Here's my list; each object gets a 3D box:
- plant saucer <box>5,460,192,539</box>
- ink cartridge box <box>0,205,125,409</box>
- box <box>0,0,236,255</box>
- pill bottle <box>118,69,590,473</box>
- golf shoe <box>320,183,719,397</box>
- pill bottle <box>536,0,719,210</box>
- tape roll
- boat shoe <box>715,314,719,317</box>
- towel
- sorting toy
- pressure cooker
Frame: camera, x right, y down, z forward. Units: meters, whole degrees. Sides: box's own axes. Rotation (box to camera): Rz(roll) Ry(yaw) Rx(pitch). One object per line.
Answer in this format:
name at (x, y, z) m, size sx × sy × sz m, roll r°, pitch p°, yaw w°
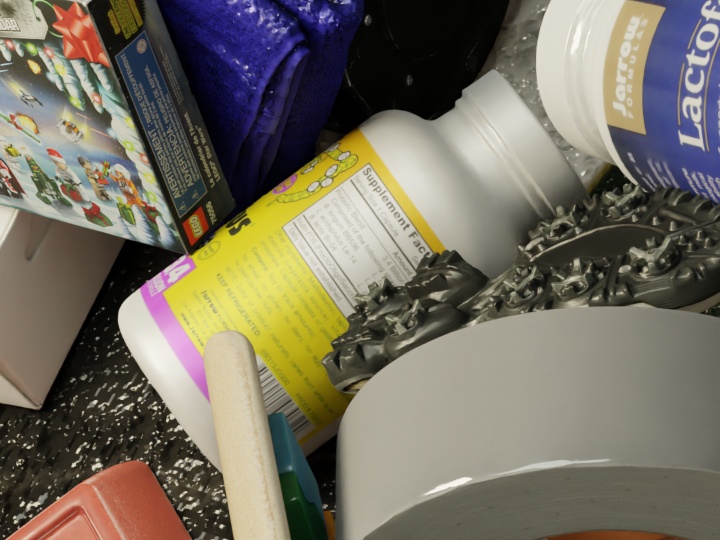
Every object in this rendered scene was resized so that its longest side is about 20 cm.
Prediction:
plant saucer at (-0.144, 0.195, 1.189) m, size 0.199 × 0.037 × 0.200 m, roll -37°, pitch 47°, yaw 1°
ink cartridge box at (-0.221, -0.023, 1.356) m, size 0.200 × 0.084 × 0.145 m, roll 8°, pitch 62°, yaw 34°
box at (-0.159, -0.087, 1.213) m, size 0.200 × 0.137 × 0.040 m, roll 14°, pitch 48°, yaw 37°
pill bottle at (0.000, 0.000, 1.202) m, size 0.200 × 0.104 × 0.104 m, roll -36°, pitch 48°, yaw 1°
golf shoe at (0.082, 0.030, 1.091) m, size 0.200 × 0.095 × 0.078 m, roll -18°, pitch 25°, yaw 43°
pill bottle at (0.162, -0.072, 1.070) m, size 0.116 × 0.116 × 0.200 m, roll -51°, pitch 31°, yaw -12°
tape roll at (0.090, 0.093, 1.020) m, size 0.200 × 0.200 × 0.066 m, roll -13°, pitch 54°, yaw 21°
boat shoe at (0.147, 0.045, 1.071) m, size 0.200 × 0.064 × 0.071 m, roll -32°, pitch 59°, yaw 41°
towel at (-0.081, -0.093, 1.201) m, size 0.147 × 0.200 × 0.050 m, roll 32°, pitch 60°, yaw 5°
sorting toy at (-0.015, 0.147, 1.049) m, size 0.036 × 0.200 × 0.185 m, roll -14°, pitch 50°, yaw 1°
pressure cooker at (-0.045, -0.164, 1.286) m, size 0.200 × 0.179 × 0.176 m, roll 16°, pitch 82°, yaw 30°
